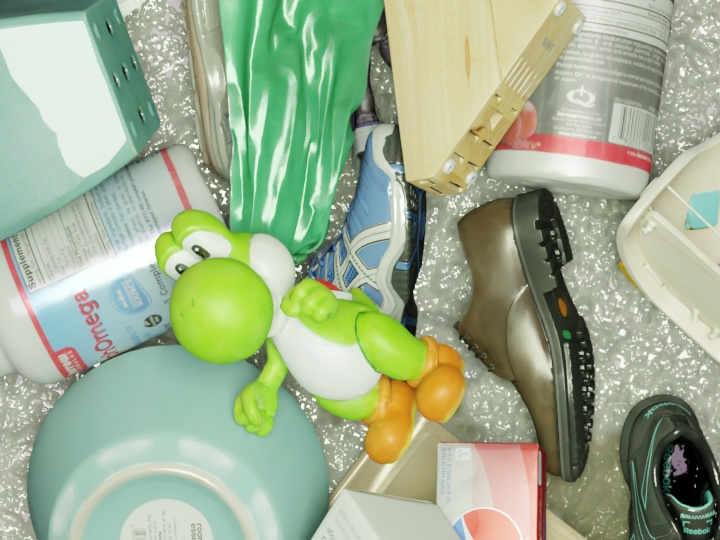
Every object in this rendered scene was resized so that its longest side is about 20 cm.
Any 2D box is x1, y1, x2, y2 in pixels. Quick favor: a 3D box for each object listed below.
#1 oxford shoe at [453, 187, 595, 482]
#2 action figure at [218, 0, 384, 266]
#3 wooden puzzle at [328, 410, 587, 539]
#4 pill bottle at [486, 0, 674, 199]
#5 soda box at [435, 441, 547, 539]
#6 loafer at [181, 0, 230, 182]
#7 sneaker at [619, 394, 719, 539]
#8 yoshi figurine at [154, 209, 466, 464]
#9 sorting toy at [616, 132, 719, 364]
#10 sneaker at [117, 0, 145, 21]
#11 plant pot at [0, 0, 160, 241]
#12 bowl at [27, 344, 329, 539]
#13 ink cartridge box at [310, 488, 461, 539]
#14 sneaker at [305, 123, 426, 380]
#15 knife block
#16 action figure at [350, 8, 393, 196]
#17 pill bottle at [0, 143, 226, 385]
[{"bbox_3d":[0.111,0.049,1.086,0.084,0.073,0.202,-11,97,23],"label":"oxford shoe"},{"bbox_3d":[-0.048,-0.084,1.005,0.117,0.055,0.202,4,94,-23],"label":"action figure"},{"bbox_3d":[0.053,0.220,1.065,0.199,0.037,0.186,37,87,17],"label":"wooden puzzle"},{"bbox_3d":[0.150,-0.154,1.061,0.109,0.111,0.202,8,89,-5],"label":"pill bottle"},{"bbox_3d":[0.082,0.212,1.009,0.069,0.063,0.202,-1,76,12],"label":"soda box"},{"bbox_3d":[-0.090,-0.156,1.043,0.071,0.063,0.202,-11,105,-36],"label":"loafer"},{"bbox_3d":[0.214,0.188,1.081,0.075,0.079,0.202,-9,92,-5],"label":"sneaker"},{"bbox_3d":[-0.039,0.045,0.942,0.199,0.112,0.113,33,82,-16],"label":"yoshi figurine"},{"bbox_3d":[0.290,-0.027,1.085,0.200,0.107,0.180,42,79,-3],"label":"sorting toy"},{"bbox_3d":[-0.166,-0.163,1.060,0.199,0.076,0.116,-29,101,3],"label":"sneaker"},{"bbox_3d":[-0.234,-0.091,0.976,0.198,0.142,0.143,-17,106,7],"label":"plant pot"},{"bbox_3d":[-0.119,0.158,1.000,0.198,0.105,0.203,0,105,0],"label":"bowl"},{"bbox_3d":[0.001,0.257,0.955,0.084,0.146,0.201,15,113,-40],"label":"ink cartridge box"},{"bbox_3d":[0.000,0.000,1.038,0.076,0.076,0.202,10,115,9],"label":"sneaker"},{"bbox_3d":[0.044,-0.174,1.010,0.175,0.064,0.201,38,98,21],"label":"knife block"},{"bbox_3d":[0.006,-0.156,1.073,0.129,0.069,0.202,-13,87,2],"label":"action figure"},{"bbox_3d":[-0.180,0.006,1.030,0.198,0.109,0.110,-25,92,-4],"label":"pill bottle"}]
